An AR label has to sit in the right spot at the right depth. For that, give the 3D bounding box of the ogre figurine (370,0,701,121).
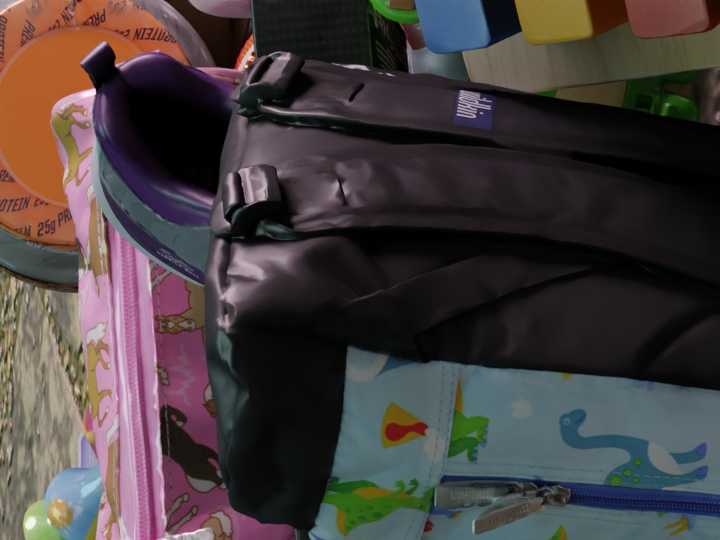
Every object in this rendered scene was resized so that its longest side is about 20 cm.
[{"bbox_3d":[0.044,-0.077,0.828,0.098,0.200,0.120,-52,-4,5],"label":"ogre figurine"}]

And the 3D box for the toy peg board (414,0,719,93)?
[{"bbox_3d":[0.059,-0.139,0.649,0.198,0.098,0.201,-5,105,43],"label":"toy peg board"}]

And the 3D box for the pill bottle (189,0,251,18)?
[{"bbox_3d":[-0.015,-0.197,0.976,0.113,0.112,0.202,176,90,-68],"label":"pill bottle"}]

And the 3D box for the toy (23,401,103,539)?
[{"bbox_3d":[-0.085,0.050,1.050,0.116,0.047,0.200,-94,28,-42],"label":"toy"}]

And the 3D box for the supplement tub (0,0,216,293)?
[{"bbox_3d":[-0.116,-0.054,1.097,0.200,0.122,0.124,154,112,-84],"label":"supplement tub"}]

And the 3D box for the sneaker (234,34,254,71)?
[{"bbox_3d":[-0.022,-0.005,1.110,0.077,0.072,0.202,-90,5,-80],"label":"sneaker"}]

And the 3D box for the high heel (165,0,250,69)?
[{"bbox_3d":[-0.067,-0.115,1.186,0.096,0.067,0.201,-128,37,-49],"label":"high heel"}]

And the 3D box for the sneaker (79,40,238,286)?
[{"bbox_3d":[0.000,0.000,0.801,0.075,0.199,0.088,-61,-11,-11],"label":"sneaker"}]

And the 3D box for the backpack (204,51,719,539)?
[{"bbox_3d":[0.065,0.023,0.704,0.163,0.198,0.155,-92,-2,-62],"label":"backpack"}]

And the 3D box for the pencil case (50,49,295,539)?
[{"bbox_3d":[-0.063,0.030,0.929,0.086,0.082,0.202,151,117,-63],"label":"pencil case"}]

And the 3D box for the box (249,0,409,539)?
[{"bbox_3d":[-0.001,0.001,0.954,0.200,0.047,0.195,8,-102,-85],"label":"box"}]
